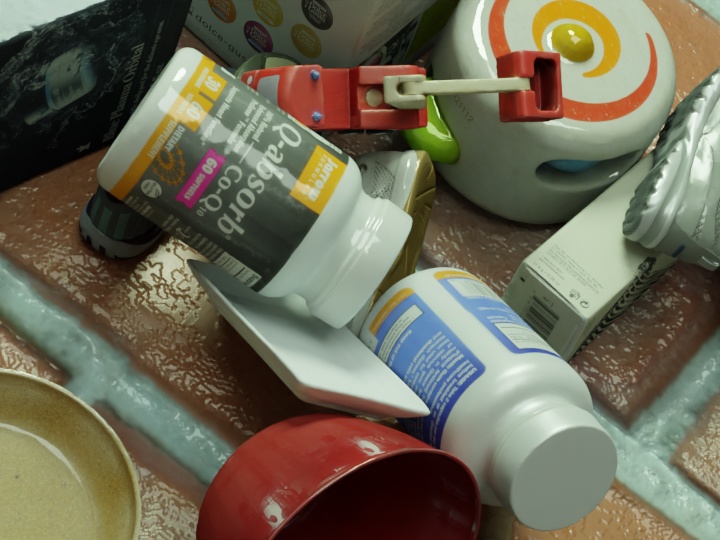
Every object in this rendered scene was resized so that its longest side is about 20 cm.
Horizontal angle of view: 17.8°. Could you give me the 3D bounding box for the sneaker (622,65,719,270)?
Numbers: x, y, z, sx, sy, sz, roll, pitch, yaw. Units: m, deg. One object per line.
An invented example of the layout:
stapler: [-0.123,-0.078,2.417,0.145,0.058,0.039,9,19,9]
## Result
sneaker: [0.266,-0.082,1.729,0.082,0.075,0.200,34,62,-6]

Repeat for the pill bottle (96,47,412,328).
pill bottle: [-0.071,-0.054,1.579,0.200,0.116,0.117,34,53,-8]

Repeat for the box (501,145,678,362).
box: [0.194,-0.015,1.744,0.068,0.082,0.200,42,56,13]

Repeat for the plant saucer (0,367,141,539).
plant saucer: [-0.245,0.157,1.513,0.200,0.035,0.201,9,55,-13]

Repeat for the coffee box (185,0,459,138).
coffee box: [-0.019,-0.267,1.773,0.200,0.198,0.200,41,55,12]

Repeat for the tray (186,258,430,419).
tray: [-0.041,0.050,1.564,0.107,0.022,0.200,17,15,-33]

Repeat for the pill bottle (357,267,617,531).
pill bottle: [0.088,0.090,1.561,0.112,0.112,0.200,-11,33,-24]

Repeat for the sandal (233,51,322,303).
sandal: [-0.077,-0.064,1.688,0.080,0.057,0.202,11,77,-29]

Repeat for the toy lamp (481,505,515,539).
toy lamp: [0.101,0.164,1.607,0.058,0.058,0.200,20,54,-4]

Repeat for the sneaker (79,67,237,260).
sneaker: [-0.128,-0.094,1.689,0.074,0.088,0.200,32,54,5]

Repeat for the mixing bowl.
mixing bowl: [-0.032,0.167,1.496,0.200,0.201,0.108,-22,46,-29]

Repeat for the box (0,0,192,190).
box: [-0.238,-0.164,1.634,0.200,0.197,0.118,-26,69,-30]

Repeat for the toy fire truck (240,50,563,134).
toy fire truck: [0.029,-0.125,1.642,0.200,0.141,0.049,-3,90,-32]

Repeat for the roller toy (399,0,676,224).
roller toy: [0.145,-0.144,1.772,0.182,0.140,0.200,32,55,1]

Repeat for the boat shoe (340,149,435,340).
boat shoe: [0.000,0.000,1.687,0.069,0.071,0.200,6,59,19]
